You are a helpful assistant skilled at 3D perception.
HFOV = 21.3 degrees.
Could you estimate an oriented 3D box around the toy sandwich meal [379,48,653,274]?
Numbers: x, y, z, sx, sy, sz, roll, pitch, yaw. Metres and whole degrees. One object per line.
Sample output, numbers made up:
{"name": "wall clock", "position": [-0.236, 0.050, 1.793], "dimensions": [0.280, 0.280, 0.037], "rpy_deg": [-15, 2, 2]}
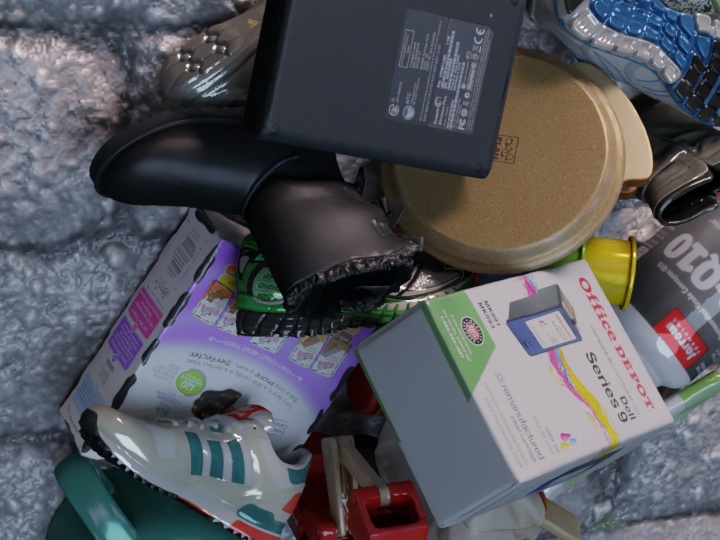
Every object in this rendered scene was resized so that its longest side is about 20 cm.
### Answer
{"name": "toy sandwich meal", "position": [0.114, -0.081, 1.453], "dimensions": [0.205, 0.205, 0.070], "rpy_deg": [-34, 158, -5]}

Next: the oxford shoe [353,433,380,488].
{"name": "oxford shoe", "position": [0.017, 0.202, 1.609], "dimensions": [0.073, 0.084, 0.200], "rpy_deg": [-31, 145, -25]}

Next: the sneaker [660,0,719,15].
{"name": "sneaker", "position": [0.218, -0.250, 1.457], "dimensions": [0.089, 0.077, 0.200], "rpy_deg": [-36, 123, 11]}

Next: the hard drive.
{"name": "hard drive", "position": [0.019, -0.147, 1.341], "dimensions": [0.200, 0.033, 0.140], "rpy_deg": [8, 97, -36]}

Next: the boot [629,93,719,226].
{"name": "boot", "position": [0.208, -0.072, 1.507], "dimensions": [0.200, 0.131, 0.068], "rpy_deg": [-28, 125, -9]}

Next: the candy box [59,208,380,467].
{"name": "candy box", "position": [-0.106, 0.074, 1.474], "dimensions": [0.168, 0.072, 0.200], "rpy_deg": [28, 102, -34]}

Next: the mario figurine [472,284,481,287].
{"name": "mario figurine", "position": [0.099, 0.100, 1.559], "dimensions": [0.106, 0.123, 0.200], "rpy_deg": [-24, 131, -68]}

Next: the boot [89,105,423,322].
{"name": "boot", "position": [-0.068, -0.036, 1.322], "dimensions": [0.198, 0.163, 0.073], "rpy_deg": [-11, 146, -32]}

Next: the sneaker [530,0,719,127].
{"name": "sneaker", "position": [0.217, -0.173, 1.482], "dimensions": [0.200, 0.087, 0.075], "rpy_deg": [30, 78, -24]}

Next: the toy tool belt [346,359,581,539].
{"name": "toy tool belt", "position": [0.081, 0.142, 1.477], "dimensions": [0.123, 0.200, 0.125], "rpy_deg": [-2, 133, -32]}

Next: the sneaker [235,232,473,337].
{"name": "sneaker", "position": [0.000, 0.000, 1.409], "dimensions": [0.200, 0.078, 0.085], "rpy_deg": [-5, 95, -35]}

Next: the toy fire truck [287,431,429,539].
{"name": "toy fire truck", "position": [-0.015, 0.178, 1.485], "dimensions": [0.049, 0.200, 0.141], "rpy_deg": [-8, 130, -21]}

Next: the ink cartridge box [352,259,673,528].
{"name": "ink cartridge box", "position": [0.114, 0.084, 1.382], "dimensions": [0.200, 0.145, 0.088], "rpy_deg": [-11, 160, -49]}

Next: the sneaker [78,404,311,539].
{"name": "sneaker", "position": [-0.118, 0.129, 1.423], "dimensions": [0.200, 0.070, 0.093], "rpy_deg": [35, 81, -33]}

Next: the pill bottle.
{"name": "pill bottle", "position": [0.267, 0.026, 1.599], "dimensions": [0.200, 0.114, 0.114], "rpy_deg": [-41, 126, -1]}

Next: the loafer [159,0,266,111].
{"name": "loafer", "position": [-0.049, -0.165, 1.378], "dimensions": [0.200, 0.070, 0.070], "rpy_deg": [-30, 133, 0]}

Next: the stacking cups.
{"name": "stacking cups", "position": [0.113, -0.012, 1.496], "dimensions": [0.200, 0.061, 0.061], "rpy_deg": [9, 115, -2]}

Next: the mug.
{"name": "mug", "position": [-0.175, 0.239, 1.505], "dimensions": [0.185, 0.114, 0.152], "rpy_deg": [19, 107, -33]}

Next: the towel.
{"name": "towel", "position": [0.215, 0.156, 1.641], "dimensions": [0.200, 0.149, 0.031], "rpy_deg": [-30, 82, -6]}
